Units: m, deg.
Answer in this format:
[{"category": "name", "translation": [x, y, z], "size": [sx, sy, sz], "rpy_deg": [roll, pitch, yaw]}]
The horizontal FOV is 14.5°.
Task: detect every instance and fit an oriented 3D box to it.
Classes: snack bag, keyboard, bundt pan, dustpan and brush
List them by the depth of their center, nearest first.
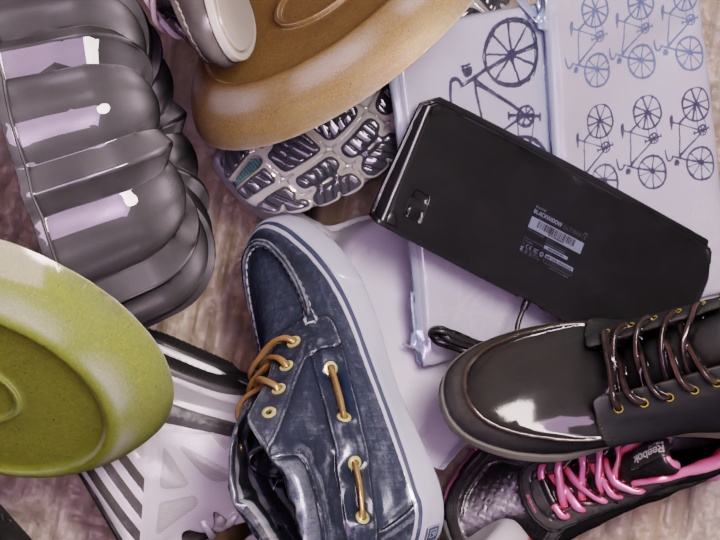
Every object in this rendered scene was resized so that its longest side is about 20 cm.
[{"category": "bundt pan", "translation": [-0.128, -0.063, 1.456], "size": [0.075, 0.202, 0.203], "rpy_deg": [-17, 88, 2]}, {"category": "keyboard", "translation": [0.090, 0.004, 1.500], "size": [0.199, 0.021, 0.128], "rpy_deg": [27, 81, -23]}, {"category": "snack bag", "translation": [0.106, -0.057, 1.519], "size": [0.199, 0.021, 0.190], "rpy_deg": [-11, 101, -24]}, {"category": "dustpan and brush", "translation": [0.000, 0.000, 1.538], "size": [0.200, 0.057, 0.140], "rpy_deg": [44, 66, -7]}]

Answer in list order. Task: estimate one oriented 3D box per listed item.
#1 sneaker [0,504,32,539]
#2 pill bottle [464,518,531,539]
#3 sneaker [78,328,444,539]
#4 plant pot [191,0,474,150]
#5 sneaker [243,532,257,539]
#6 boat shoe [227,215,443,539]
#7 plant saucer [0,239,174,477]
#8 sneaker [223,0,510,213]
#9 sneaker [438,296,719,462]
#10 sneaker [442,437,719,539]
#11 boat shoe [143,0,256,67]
[{"category": "sneaker", "translation": [-0.198, 0.206, 1.504], "size": [0.114, 0.076, 0.200], "rpy_deg": [-37, 108, 16]}, {"category": "pill bottle", "translation": [0.089, 0.235, 1.395], "size": [0.119, 0.120, 0.200], "rpy_deg": [-37, 90, -6]}, {"category": "sneaker", "translation": [-0.062, 0.119, 1.529], "size": [0.200, 0.076, 0.116], "rpy_deg": [24, 104, -8]}, {"category": "plant pot", "translation": [-0.013, -0.141, 1.477], "size": [0.200, 0.200, 0.028], "rpy_deg": [-41, 115, -6]}, {"category": "sneaker", "translation": [-0.087, 0.222, 1.459], "size": [0.085, 0.077, 0.201], "rpy_deg": [31, 78, -39]}, {"category": "boat shoe", "translation": [-0.034, 0.060, 1.449], "size": [0.090, 0.071, 0.201], "rpy_deg": [-8, 60, -35]}, {"category": "plant saucer", "translation": [-0.193, 0.050, 1.423], "size": [0.199, 0.200, 0.031], "rpy_deg": [19, 55, -3]}, {"category": "sneaker", "translation": [0.008, -0.103, 1.531], "size": [0.200, 0.080, 0.078], "rpy_deg": [-43, 91, -11]}, {"category": "sneaker", "translation": [0.142, 0.044, 1.435], "size": [0.199, 0.106, 0.075], "rpy_deg": [-4, 70, -10]}, {"category": "sneaker", "translation": [0.137, 0.102, 1.522], "size": [0.199, 0.095, 0.079], "rpy_deg": [-24, 91, -5]}, {"category": "boat shoe", "translation": [-0.095, -0.157, 1.487], "size": [0.057, 0.200, 0.067], "rpy_deg": [-23, 123, 9]}]
